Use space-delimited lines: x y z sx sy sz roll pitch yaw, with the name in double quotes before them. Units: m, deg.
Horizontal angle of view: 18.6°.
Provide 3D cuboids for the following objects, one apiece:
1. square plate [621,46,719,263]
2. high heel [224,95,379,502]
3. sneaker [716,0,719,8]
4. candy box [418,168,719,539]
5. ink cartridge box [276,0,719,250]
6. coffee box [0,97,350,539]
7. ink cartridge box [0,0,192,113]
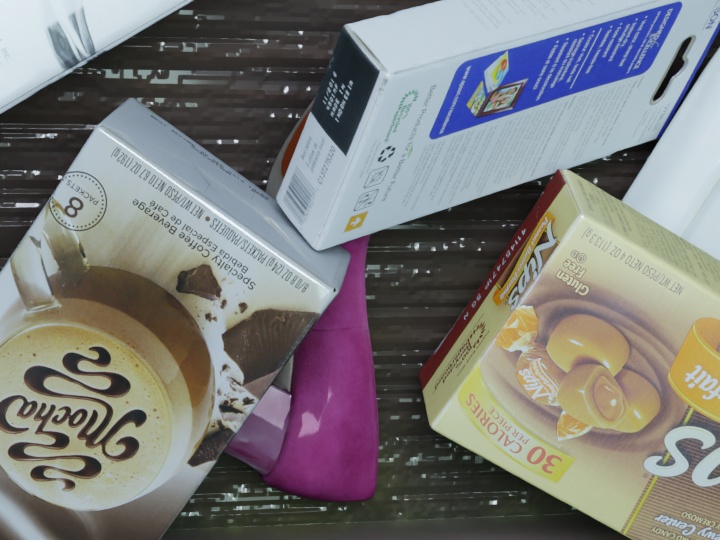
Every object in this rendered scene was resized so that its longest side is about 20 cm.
"square plate" 0.194 0.026 0.987 0.199 0.028 0.199 27 107 -16
"high heel" 0.000 0.000 0.942 0.096 0.067 0.201 23 101 -23
"sneaker" 0.123 -0.192 0.931 0.199 0.078 0.116 29 93 -19
"candy box" 0.138 0.057 0.948 0.199 0.055 0.116 29 110 -17
"ink cartridge box" 0.063 -0.073 0.884 0.199 0.037 0.095 -17 146 -35
"coffee box" -0.106 0.049 0.876 0.113 0.080 0.201 34 102 -4
"ink cartridge box" -0.145 -0.149 0.859 0.199 0.086 0.147 -31 107 -9
